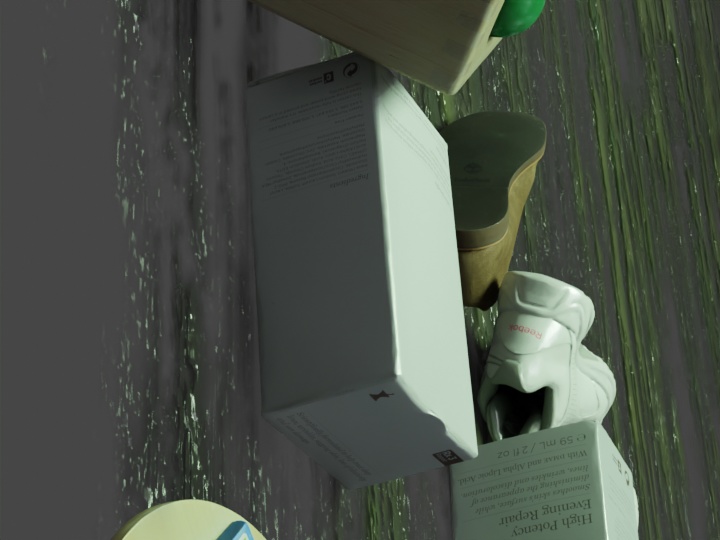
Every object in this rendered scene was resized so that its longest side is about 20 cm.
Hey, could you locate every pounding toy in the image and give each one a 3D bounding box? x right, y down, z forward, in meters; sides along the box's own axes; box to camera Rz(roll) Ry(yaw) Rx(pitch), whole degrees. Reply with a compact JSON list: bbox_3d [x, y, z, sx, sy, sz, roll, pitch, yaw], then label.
[{"bbox_3d":[0.044,-0.199,1.129,0.142,0.200,0.184,-66,175,23],"label":"pounding toy"}]

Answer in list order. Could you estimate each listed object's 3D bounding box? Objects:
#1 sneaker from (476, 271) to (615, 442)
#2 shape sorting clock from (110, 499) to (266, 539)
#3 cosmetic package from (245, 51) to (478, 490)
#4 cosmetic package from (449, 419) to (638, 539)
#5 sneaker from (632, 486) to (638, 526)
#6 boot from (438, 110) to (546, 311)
[{"bbox_3d":[0.114,0.082,1.398,0.099,0.078,0.200,-65,154,-21],"label":"sneaker"},{"bbox_3d":[-0.061,0.192,0.838,0.200,0.039,0.200,-13,90,-68],"label":"shape sorting clock"},{"bbox_3d":[0.000,0.000,1.100,0.113,0.081,0.200,49,33,-52],"label":"cosmetic package"},{"bbox_3d":[0.112,0.197,1.235,0.074,0.102,0.200,53,27,-46],"label":"cosmetic package"},{"bbox_3d":[0.141,0.219,1.382,0.082,0.077,0.200,14,58,-38],"label":"sneaker"},{"bbox_3d":[0.082,-0.045,1.413,0.200,0.073,0.076,-65,155,-56],"label":"boot"}]
